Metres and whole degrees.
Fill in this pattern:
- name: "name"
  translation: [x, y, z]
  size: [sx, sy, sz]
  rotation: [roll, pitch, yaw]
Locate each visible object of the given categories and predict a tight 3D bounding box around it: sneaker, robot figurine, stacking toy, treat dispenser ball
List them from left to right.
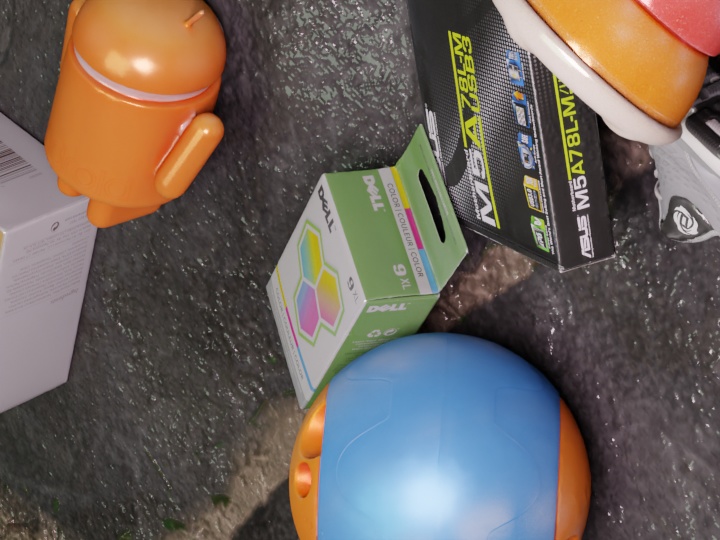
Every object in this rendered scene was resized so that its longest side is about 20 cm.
- name: "robot figurine"
  translation: [-0.161, -0.126, 1.819]
  size: [0.144, 0.116, 0.200]
  rotation: [-94, 18, -51]
- name: "treat dispenser ball"
  translation: [0.052, 0.142, 1.671]
  size: [0.201, 0.201, 0.201]
  rotation: [20, 121, 37]
- name: "sneaker"
  translation: [0.181, -0.082, 1.525]
  size: [0.200, 0.075, 0.116]
  rotation: [55, 155, 41]
- name: "stacking toy"
  translation: [0.180, -0.182, 1.387]
  size: [0.200, 0.146, 0.146]
  rotation: [-46, 73, 15]

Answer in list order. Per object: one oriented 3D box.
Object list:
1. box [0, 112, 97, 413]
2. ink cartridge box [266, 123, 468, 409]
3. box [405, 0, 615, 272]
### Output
- name: "box"
  translation: [-0.307, -0.007, 2.020]
  size: [0.152, 0.106, 0.200]
  rotation: [36, 129, 27]
- name: "ink cartridge box"
  translation: [0.000, 0.000, 1.712]
  size: [0.200, 0.059, 0.104]
  rotation: [120, 138, -53]
- name: "box"
  translation: [0.088, -0.115, 1.578]
  size: [0.193, 0.047, 0.201]
  rotation: [-151, 49, -63]
